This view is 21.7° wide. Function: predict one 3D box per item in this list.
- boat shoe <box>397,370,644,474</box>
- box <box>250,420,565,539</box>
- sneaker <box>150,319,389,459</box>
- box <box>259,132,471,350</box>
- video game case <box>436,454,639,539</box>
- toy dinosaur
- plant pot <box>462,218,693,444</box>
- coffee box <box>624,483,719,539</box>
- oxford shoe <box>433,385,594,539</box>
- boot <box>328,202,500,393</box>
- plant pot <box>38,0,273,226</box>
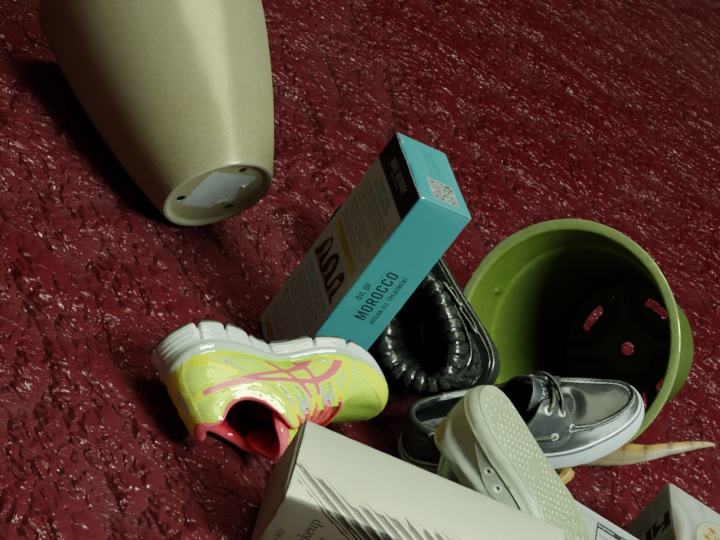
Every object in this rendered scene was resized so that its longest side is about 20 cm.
[{"bbox_3d":[0.126,0.109,1.447,0.198,0.067,0.070,-7,47,-7],"label":"boat shoe"},{"bbox_3d":[0.032,0.182,1.264,0.199,0.082,0.069,22,46,-8],"label":"box"},{"bbox_3d":[-0.058,0.098,1.347,0.199,0.078,0.091,8,47,-37],"label":"sneaker"},{"bbox_3d":[0.000,0.000,1.418,0.049,0.200,0.083,21,31,-30],"label":"box"},{"bbox_3d":[0.129,0.234,1.365,0.199,0.024,0.183,32,44,-14],"label":"video game case"},{"bbox_3d":[0.165,0.140,1.488,0.199,0.107,0.061,14,-31,31],"label":"toy dinosaur"},{"bbox_3d":[0.207,0.066,1.627,0.200,0.200,0.190,50,16,21],"label":"plant pot"},{"bbox_3d":[0.267,0.276,1.460,0.114,0.080,0.200,32,27,-12],"label":"coffee box"},{"bbox_3d":[0.116,0.176,1.345,0.201,0.057,0.075,59,28,-6],"label":"oxford shoe"},{"bbox_3d":[0.029,0.014,1.520,0.211,0.079,0.158,49,9,19],"label":"boot"},{"bbox_3d":[-0.146,-0.145,1.518,0.186,0.187,0.201,7,54,-46],"label":"plant pot"}]
